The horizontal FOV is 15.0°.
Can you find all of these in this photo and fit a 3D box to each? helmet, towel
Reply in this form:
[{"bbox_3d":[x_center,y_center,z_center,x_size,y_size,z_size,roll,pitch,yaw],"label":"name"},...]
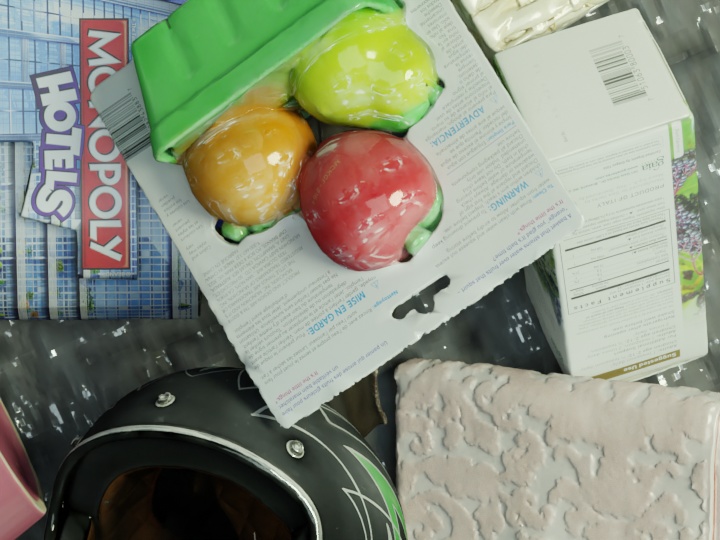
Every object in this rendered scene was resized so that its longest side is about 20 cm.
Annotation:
[{"bbox_3d":[-0.067,0.148,1.395,0.200,0.200,0.191,9,73,-4],"label":"helmet"},{"bbox_3d":[0.102,0.148,1.431,0.200,0.032,0.191,6,98,34],"label":"towel"}]

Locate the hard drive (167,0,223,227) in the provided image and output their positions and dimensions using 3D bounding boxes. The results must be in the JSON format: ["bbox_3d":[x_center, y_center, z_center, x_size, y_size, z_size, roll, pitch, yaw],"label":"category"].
[{"bbox_3d":[-0.088,-0.088,1.461,0.200,0.025,0.132,-5,94,-3],"label":"hard drive"}]

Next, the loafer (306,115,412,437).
[{"bbox_3d":[0.000,0.000,1.432,0.071,0.073,0.200,-11,116,-11],"label":"loafer"}]

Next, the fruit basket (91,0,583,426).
[{"bbox_3d":[-0.013,-0.056,1.319,0.185,0.094,0.200,-36,81,18],"label":"fruit basket"}]

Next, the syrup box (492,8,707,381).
[{"bbox_3d":[0.125,-0.030,1.393,0.081,0.200,0.079,-18,52,-3],"label":"syrup box"}]

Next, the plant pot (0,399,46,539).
[{"bbox_3d":[-0.267,0.109,1.377,0.179,0.200,0.200,-28,96,-1],"label":"plant pot"}]

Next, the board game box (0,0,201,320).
[{"bbox_3d":[-0.133,-0.071,1.416,0.200,0.062,0.200,-1,94,-2],"label":"board game box"}]

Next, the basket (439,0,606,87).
[{"bbox_3d":[0.102,-0.198,1.405,0.200,0.123,0.136,-33,96,-7],"label":"basket"}]
